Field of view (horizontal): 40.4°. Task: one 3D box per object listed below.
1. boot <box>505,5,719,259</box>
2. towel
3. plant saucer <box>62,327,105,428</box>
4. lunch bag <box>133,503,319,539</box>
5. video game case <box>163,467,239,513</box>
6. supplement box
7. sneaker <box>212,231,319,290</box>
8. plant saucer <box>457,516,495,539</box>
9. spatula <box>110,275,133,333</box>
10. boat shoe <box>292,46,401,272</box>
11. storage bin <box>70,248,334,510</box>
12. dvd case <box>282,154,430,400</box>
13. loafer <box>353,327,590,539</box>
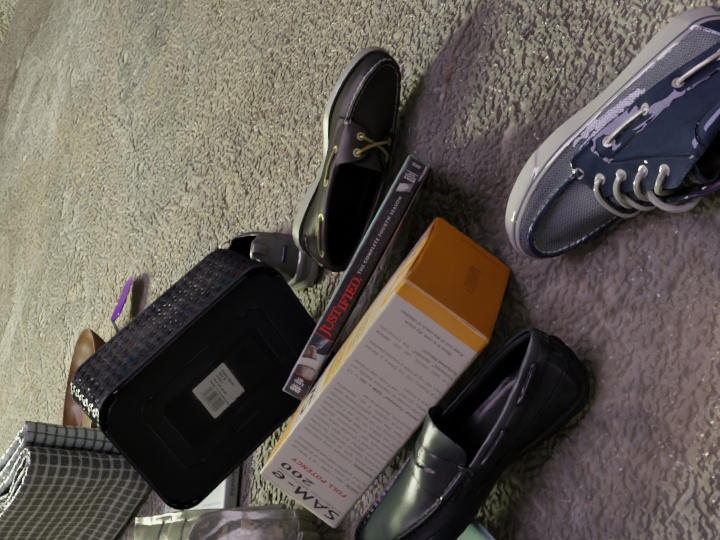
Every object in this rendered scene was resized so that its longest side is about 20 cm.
[{"bbox_3d":[0.170,-0.063,0.605,0.200,0.072,0.091,-53,33,28],"label":"boot"},{"bbox_3d":[-0.356,0.273,1.166,0.201,0.165,0.086,-53,44,28],"label":"towel"},{"bbox_3d":[-0.364,0.179,1.314,0.200,0.034,0.202,-27,59,58],"label":"plant saucer"},{"bbox_3d":[-0.113,0.291,0.841,0.199,0.117,0.166,-19,63,44],"label":"lunch bag"},{"bbox_3d":[-0.167,0.176,1.057,0.143,0.018,0.202,-24,58,51],"label":"video game case"},{"bbox_3d":[0.019,0.073,0.722,0.201,0.073,0.126,-55,1,26],"label":"supplement box"},{"bbox_3d":[-0.123,-0.012,1.013,0.199,0.081,0.076,-17,62,52],"label":"sneaker"},{"bbox_3d":[0.056,0.263,0.667,0.200,0.038,0.203,-27,55,48],"label":"plant saucer"},{"bbox_3d":[-0.326,0.105,1.318,0.056,0.020,0.202,-27,58,60],"label":"spatula"},{"bbox_3d":[-0.001,-0.097,0.884,0.061,0.071,0.203,39,116,51],"label":"boat shoe"},{"bbox_3d":[-0.139,0.093,0.877,0.200,0.136,0.093,-43,29,-18],"label":"storage bin"},{"bbox_3d":[0.000,0.000,0.791,0.201,0.022,0.146,-63,0,7],"label":"dvd case"},{"bbox_3d":[0.062,0.117,0.646,0.201,0.070,0.068,-46,31,8],"label":"loafer"}]
